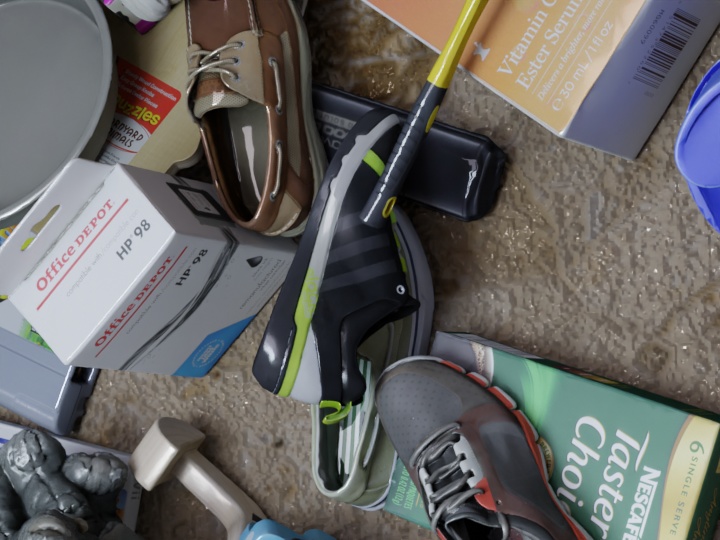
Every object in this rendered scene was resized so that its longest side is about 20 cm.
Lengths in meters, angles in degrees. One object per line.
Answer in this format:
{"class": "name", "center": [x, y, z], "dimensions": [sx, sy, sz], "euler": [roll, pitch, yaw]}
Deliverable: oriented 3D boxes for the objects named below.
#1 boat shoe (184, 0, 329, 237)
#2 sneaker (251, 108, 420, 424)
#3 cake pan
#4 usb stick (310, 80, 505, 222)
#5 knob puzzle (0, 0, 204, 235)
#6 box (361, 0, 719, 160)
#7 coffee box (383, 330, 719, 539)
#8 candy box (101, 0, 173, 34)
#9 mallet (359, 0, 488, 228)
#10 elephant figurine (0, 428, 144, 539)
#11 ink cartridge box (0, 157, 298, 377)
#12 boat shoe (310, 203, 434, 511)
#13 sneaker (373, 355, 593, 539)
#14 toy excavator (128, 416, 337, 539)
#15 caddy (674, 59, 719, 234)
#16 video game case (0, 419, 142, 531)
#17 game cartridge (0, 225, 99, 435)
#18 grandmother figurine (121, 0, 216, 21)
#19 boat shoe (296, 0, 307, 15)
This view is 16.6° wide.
{"class": "boat shoe", "center": [-0.074, -0.118, 1.559], "dimensions": [0.076, 0.072, 0.200], "euler": [-20, 86, 33]}
{"class": "sneaker", "center": [0.000, 0.000, 1.508], "dimensions": [0.083, 0.072, 0.200], "euler": [21, 72, -1]}
{"class": "cake pan", "center": [-0.245, -0.111, 1.638], "dimensions": [0.200, 0.037, 0.200], "euler": [-10, 64, 20]}
{"class": "usb stick", "center": [0.001, -0.083, 1.579], "dimensions": [0.200, 0.033, 0.056], "euler": [20, 103, 29]}
{"class": "knob puzzle", "center": [-0.174, -0.113, 1.659], "dimensions": [0.219, 0.030, 0.220], "euler": [-10, 59, 17]}
{"class": "box", "center": [0.108, -0.185, 1.487], "dimensions": [0.200, 0.106, 0.152], "euler": [36, 102, 27]}
{"class": "coffee box", "center": [0.120, 0.119, 1.482], "dimensions": [0.200, 0.044, 0.123], "euler": [19, 94, 30]}
{"class": "candy box", "center": [-0.167, -0.276, 1.664], "dimensions": [0.136, 0.061, 0.200], "euler": [-44, 65, 4]}
{"class": "mallet", "center": [0.043, -0.115, 1.417], "dimensions": [0.041, 0.066, 0.200], "euler": [34, 101, 26]}
{"class": "elephant figurine", "center": [-0.185, 0.196, 1.516], "dimensions": [0.142, 0.155, 0.200], "euler": [-61, 29, 10]}
{"class": "ink cartridge box", "center": [-0.137, 0.002, 1.551], "dimensions": [0.116, 0.200, 0.067], "euler": [-50, 65, 16]}
{"class": "boat shoe", "center": [0.003, 0.049, 1.545], "dimensions": [0.072, 0.062, 0.200], "euler": [-7, 80, 29]}
{"class": "sneaker", "center": [0.068, 0.126, 1.438], "dimensions": [0.077, 0.082, 0.200], "euler": [-48, 65, 18]}
{"class": "toy excavator", "center": [-0.059, 0.187, 1.553], "dimensions": [0.194, 0.200, 0.100], "euler": [32, 103, -14]}
{"class": "caddy", "center": [0.271, -0.078, 1.388], "dimensions": [0.200, 0.105, 0.141], "euler": [-31, 94, 23]}
{"class": "video game case", "center": [-0.222, 0.211, 1.677], "dimensions": [0.143, 0.018, 0.200], "euler": [12, 93, 30]}
{"class": "game cartridge", "center": [-0.219, -0.003, 1.694], "dimensions": [0.133, 0.040, 0.200], "euler": [23, 96, 33]}
{"class": "grandmother figurine", "center": [-0.073, -0.208, 1.509], "dimensions": [0.200, 0.061, 0.121], "euler": [-25, 34, 32]}
{"class": "boat shoe", "center": [-0.030, -0.242, 1.596], "dimensions": [0.069, 0.071, 0.200], "euler": [29, 108, 28]}
